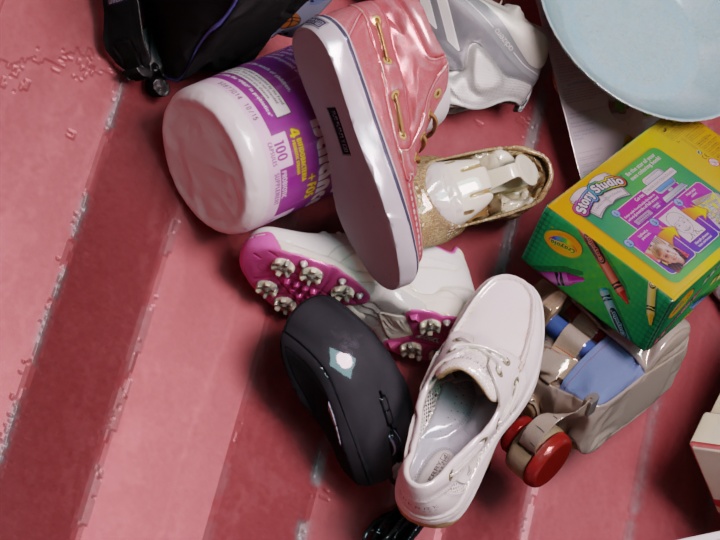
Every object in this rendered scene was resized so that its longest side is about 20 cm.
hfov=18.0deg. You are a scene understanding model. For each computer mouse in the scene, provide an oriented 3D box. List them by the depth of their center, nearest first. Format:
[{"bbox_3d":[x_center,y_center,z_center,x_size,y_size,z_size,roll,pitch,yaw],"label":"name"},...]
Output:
[{"bbox_3d":[0.030,0.094,1.628,0.140,0.046,0.200,-34,108,-35],"label":"computer mouse"}]

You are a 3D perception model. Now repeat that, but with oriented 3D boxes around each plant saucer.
[{"bbox_3d":[0.219,-0.194,1.787,0.201,0.039,0.201,13,56,-21],"label":"plant saucer"}]

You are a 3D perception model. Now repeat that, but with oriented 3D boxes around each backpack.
[{"bbox_3d":[-0.098,-0.252,1.621,0.154,0.200,0.191,-13,74,-37],"label":"backpack"}]

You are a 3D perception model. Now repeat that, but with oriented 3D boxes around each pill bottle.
[{"bbox_3d":[-0.034,-0.109,1.647,0.200,0.112,0.112,-26,87,-33],"label":"pill bottle"}]

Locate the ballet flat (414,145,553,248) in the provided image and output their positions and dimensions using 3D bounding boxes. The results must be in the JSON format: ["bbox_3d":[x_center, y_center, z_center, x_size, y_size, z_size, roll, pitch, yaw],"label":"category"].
[{"bbox_3d":[0.080,-0.063,1.685,0.200,0.065,0.071,-21,86,-55],"label":"ballet flat"}]

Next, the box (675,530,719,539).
[{"bbox_3d":[0.176,0.260,1.644,0.200,0.112,0.102,-7,77,-30],"label":"box"}]

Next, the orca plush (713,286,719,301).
[{"bbox_3d":[0.317,0.007,1.832,0.105,0.071,0.200,6,71,-28],"label":"orca plush"}]

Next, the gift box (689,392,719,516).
[{"bbox_3d":[0.375,0.139,1.715,0.187,0.200,0.185,-57,132,-31],"label":"gift box"}]

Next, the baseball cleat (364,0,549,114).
[{"bbox_3d":[0.048,-0.185,1.746,0.200,0.070,0.107,24,80,-9],"label":"baseball cleat"}]

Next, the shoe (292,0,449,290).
[{"bbox_3d":[0.025,-0.092,1.579,0.091,0.071,0.200,-26,108,-27],"label":"shoe"}]

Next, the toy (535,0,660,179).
[{"bbox_3d":[0.190,-0.155,1.829,0.115,0.047,0.200,-14,86,-36],"label":"toy"}]

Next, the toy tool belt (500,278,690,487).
[{"bbox_3d":[0.146,0.073,1.703,0.123,0.125,0.200,38,50,23],"label":"toy tool belt"}]

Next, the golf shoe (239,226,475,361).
[{"bbox_3d":[0.000,0.000,1.663,0.200,0.075,0.092,22,52,-28],"label":"golf shoe"}]

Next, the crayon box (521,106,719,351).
[{"bbox_3d":[0.227,-0.035,1.712,0.119,0.058,0.200,38,44,17],"label":"crayon box"}]

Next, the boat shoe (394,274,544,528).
[{"bbox_3d":[0.079,0.081,1.589,0.071,0.069,0.200,16,64,14],"label":"boat shoe"}]
